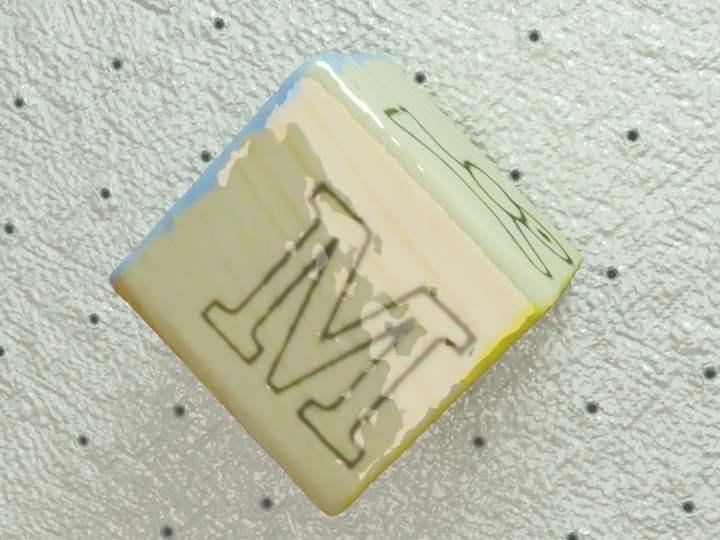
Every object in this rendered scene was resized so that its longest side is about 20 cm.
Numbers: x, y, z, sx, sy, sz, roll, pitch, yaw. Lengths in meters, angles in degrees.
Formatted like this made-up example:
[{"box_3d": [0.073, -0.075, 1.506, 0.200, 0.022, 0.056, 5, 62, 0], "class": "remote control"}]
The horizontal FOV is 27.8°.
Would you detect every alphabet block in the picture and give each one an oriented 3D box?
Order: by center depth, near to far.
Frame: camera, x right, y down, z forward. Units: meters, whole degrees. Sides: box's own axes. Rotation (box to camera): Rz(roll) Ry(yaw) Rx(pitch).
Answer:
[{"box_3d": [0.000, 0.000, 0.924, 0.200, 0.195, 0.196, 46, 107, 5], "class": "alphabet block"}]
